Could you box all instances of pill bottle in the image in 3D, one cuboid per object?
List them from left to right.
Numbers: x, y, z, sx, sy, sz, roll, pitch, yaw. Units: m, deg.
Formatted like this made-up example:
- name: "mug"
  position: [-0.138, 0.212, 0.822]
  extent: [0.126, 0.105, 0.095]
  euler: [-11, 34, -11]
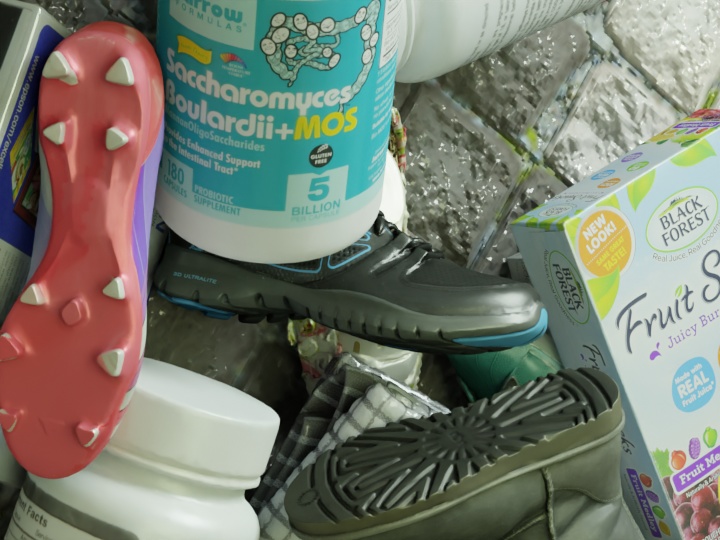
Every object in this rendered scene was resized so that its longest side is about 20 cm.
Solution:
- name: "pill bottle"
  position: [-0.113, 0.147, 1.098]
  extent: [0.113, 0.114, 0.201]
  euler: [17, 95, -30]
- name: "pill bottle"
  position: [-0.037, -0.112, 1.062]
  extent: [0.110, 0.111, 0.201]
  euler: [-16, 128, -29]
- name: "pill bottle"
  position: [0.044, -0.162, 1.197]
  extent: [0.200, 0.113, 0.114]
  euler: [-27, 104, -34]

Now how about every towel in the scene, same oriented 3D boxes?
- name: "towel"
  position: [0.025, 0.151, 1.197]
  extent: [0.200, 0.086, 0.166]
  euler: [32, 101, -23]

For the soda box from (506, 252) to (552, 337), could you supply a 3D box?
- name: "soda box"
  position: [0.184, -0.010, 1.319]
  extent: [0.199, 0.068, 0.064]
  euler: [-21, 102, -28]

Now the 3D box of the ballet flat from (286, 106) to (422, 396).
- name: "ballet flat"
  position: [0.000, 0.000, 1.213]
  extent: [0.075, 0.064, 0.201]
  euler: [-13, 98, -32]

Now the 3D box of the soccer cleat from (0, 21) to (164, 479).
- name: "soccer cleat"
  position: [-0.117, -0.009, 1.041]
  extent: [0.066, 0.076, 0.201]
  euler: [8, 99, 11]

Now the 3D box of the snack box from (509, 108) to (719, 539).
- name: "snack box"
  position: [0.176, 0.034, 1.245]
  extent: [0.142, 0.053, 0.201]
  euler: [-30, 107, -29]

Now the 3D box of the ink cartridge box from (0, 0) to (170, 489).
- name: "ink cartridge box"
  position: [-0.155, -0.002, 1.098]
  extent: [0.200, 0.047, 0.199]
  euler: [43, 62, -69]

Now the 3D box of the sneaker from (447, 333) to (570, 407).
- name: "sneaker"
  position: [0.103, 0.105, 1.272]
  extent: [0.200, 0.071, 0.080]
  euler: [48, 64, -24]

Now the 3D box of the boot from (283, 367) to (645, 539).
- name: "boot"
  position: [0.069, 0.161, 1.135]
  extent: [0.181, 0.073, 0.201]
  euler: [-15, 121, -5]

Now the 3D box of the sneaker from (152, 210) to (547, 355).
- name: "sneaker"
  position: [-0.004, -0.008, 1.148]
  extent: [0.073, 0.199, 0.082]
  euler: [33, 68, -73]
